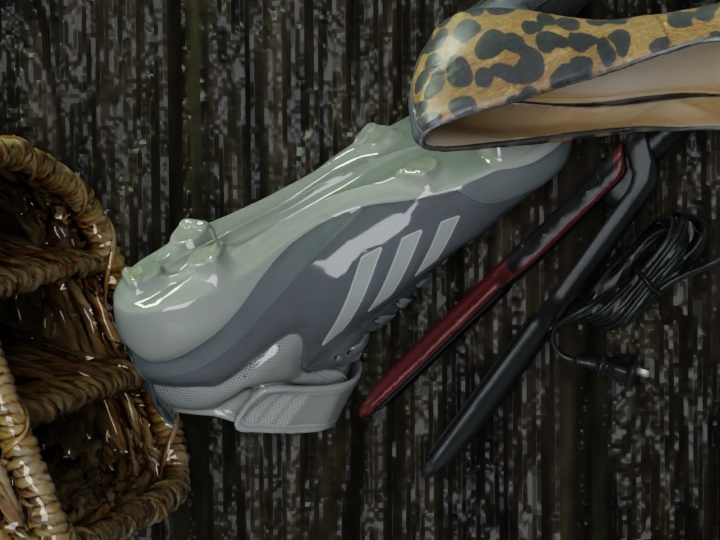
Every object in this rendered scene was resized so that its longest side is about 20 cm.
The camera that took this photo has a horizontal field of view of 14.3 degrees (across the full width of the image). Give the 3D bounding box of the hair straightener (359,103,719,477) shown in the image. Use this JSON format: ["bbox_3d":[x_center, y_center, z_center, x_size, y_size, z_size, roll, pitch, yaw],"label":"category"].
[{"bbox_3d":[0.093,0.012,1.165,0.077,0.041,0.200,45,94,5],"label":"hair straightener"}]

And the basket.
[{"bbox_3d":[-0.140,0.020,1.120,0.149,0.200,0.143,14,95,11],"label":"basket"}]

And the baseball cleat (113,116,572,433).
[{"bbox_3d":[0.000,0.000,1.169,0.200,0.070,0.107,-22,122,-2],"label":"baseball cleat"}]

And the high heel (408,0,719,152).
[{"bbox_3d":[0.123,-0.056,1.094,0.200,0.071,0.143,29,55,24],"label":"high heel"}]
